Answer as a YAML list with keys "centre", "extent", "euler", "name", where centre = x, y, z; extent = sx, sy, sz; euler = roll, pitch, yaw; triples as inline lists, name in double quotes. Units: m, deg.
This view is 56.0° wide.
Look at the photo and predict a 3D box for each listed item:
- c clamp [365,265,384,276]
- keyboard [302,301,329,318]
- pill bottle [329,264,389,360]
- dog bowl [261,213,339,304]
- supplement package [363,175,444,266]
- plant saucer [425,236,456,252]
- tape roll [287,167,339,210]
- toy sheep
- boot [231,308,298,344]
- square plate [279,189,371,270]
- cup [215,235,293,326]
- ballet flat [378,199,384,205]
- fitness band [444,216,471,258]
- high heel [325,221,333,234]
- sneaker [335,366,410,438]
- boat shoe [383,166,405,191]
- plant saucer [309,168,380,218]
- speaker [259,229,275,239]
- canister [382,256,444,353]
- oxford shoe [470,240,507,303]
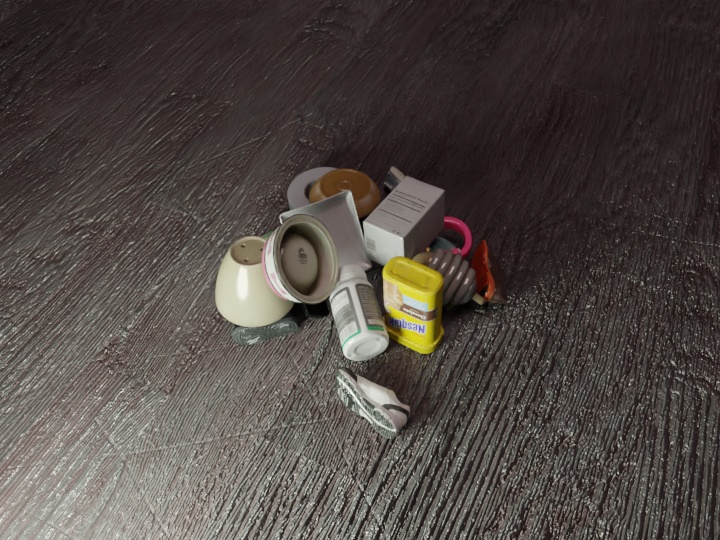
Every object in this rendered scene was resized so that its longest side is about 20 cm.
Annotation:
- centre: [0.000, 0.000, 1.736]
  extent: [0.196, 0.027, 0.172]
  euler: [-25, 44, -10]
  name: "c clamp"
- centre: [-0.130, 0.034, 1.686]
  extent: [0.102, 0.040, 0.204]
  euler: [7, 56, -42]
  name: "keyboard"
- centre: [-0.009, 0.095, 1.577]
  extent: [0.110, 0.114, 0.204]
  euler: [-12, 56, -7]
  name: "pill bottle"
- centre: [-0.140, -0.020, 1.538]
  extent: [0.073, 0.201, 0.202]
  euler: [-13, 35, 43]
  name: "dog bowl"
- centre: [0.110, -0.113, 1.664]
  extent: [0.118, 0.123, 0.200]
  euler: [23, 52, 27]
  name: "supplement package"
- centre: [0.166, -0.032, 1.741]
  extent: [0.195, 0.039, 0.204]
  euler: [-3, 48, 3]
  name: "plant saucer"
- centre: [-0.104, -0.199, 1.893]
  extent: [0.194, 0.067, 0.204]
  euler: [-2, 49, 2]
  name: "tape roll"
- centre: [0.209, 0.022, 1.613]
  extent: [0.197, 0.139, 0.139]
  euler: [29, 53, 1]
  name: "toy sheep"
- centre: [-0.246, 0.075, 1.661]
  extent: [0.160, 0.067, 0.203]
  euler: [-8, 51, -14]
  name: "boot"
- centre: [-0.084, -0.069, 1.649]
  extent: [0.194, 0.205, 0.028]
  euler: [-21, 12, -21]
  name: "square plate"
- centre: [-0.250, 0.006, 1.589]
  extent: [0.194, 0.146, 0.203]
  euler: [1, 44, -1]
  name: "cup"
- centre: [0.047, -0.127, 1.808]
  extent: [0.070, 0.073, 0.201]
  euler: [8, 35, 12]
  name: "ballet flat"
- centre: [0.187, -0.075, 1.727]
  extent: [0.194, 0.038, 0.146]
  euler: [-9, 48, -4]
  name: "fitness band"
- centre: [-0.061, -0.056, 1.764]
  extent: [0.070, 0.147, 0.199]
  euler: [7, 6, 20]
  name: "high heel"
- centre: [0.024, 0.277, 1.470]
  extent: [0.079, 0.075, 0.199]
  euler: [-28, 55, -38]
  name: "sneaker"
- centre: [0.129, -0.205, 1.898]
  extent: [0.062, 0.072, 0.202]
  euler: [-47, 57, 20]
  name: "boat shoe"
- centre: [-0.042, -0.217, 1.832]
  extent: [0.194, 0.036, 0.203]
  euler: [0, 47, 0]
  name: "plant saucer"
- centre: [-0.189, -0.071, 1.773]
  extent: [0.196, 0.090, 0.089]
  euler: [-22, 50, -14]
  name: "speaker"
- centre: [0.118, 0.078, 1.538]
  extent: [0.146, 0.203, 0.087]
  euler: [24, 53, 24]
  name: "canister"
- centre: [0.323, 0.007, 1.690]
  extent: [0.071, 0.072, 0.203]
  euler: [19, 43, -17]
  name: "oxford shoe"
